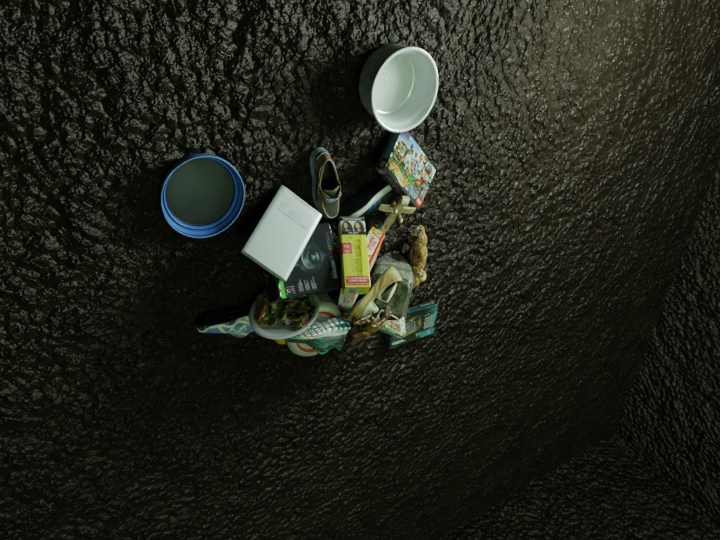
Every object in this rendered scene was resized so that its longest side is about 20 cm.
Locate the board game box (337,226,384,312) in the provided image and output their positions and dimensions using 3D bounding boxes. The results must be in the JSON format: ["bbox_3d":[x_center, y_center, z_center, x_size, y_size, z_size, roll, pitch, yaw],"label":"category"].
[{"bbox_3d":[0.000,0.000,1.554,0.152,0.045,0.204,105,11,-68],"label":"board game box"}]

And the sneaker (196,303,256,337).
[{"bbox_3d":[-0.348,0.150,1.503,0.195,0.076,0.079,-6,120,-30],"label":"sneaker"}]

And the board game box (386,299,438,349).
[{"bbox_3d":[0.182,0.188,1.929,0.195,0.028,0.139,-15,127,-27],"label":"board game box"}]

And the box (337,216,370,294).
[{"bbox_3d":[-0.018,-0.040,1.455,0.073,0.206,0.050,1,155,-10],"label":"box"}]

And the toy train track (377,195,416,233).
[{"bbox_3d":[0.090,-0.140,1.569,0.111,0.033,0.201,2,151,-22],"label":"toy train track"}]

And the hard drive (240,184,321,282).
[{"bbox_3d":[-0.194,-0.094,1.376,0.130,0.025,0.204,34,66,-16],"label":"hard drive"}]

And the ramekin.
[{"bbox_3d":[0.089,-0.460,1.374,0.195,0.098,0.206,-18,128,-24],"label":"ramekin"}]

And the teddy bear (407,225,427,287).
[{"bbox_3d":[0.181,-0.037,1.703,0.064,0.145,0.207,1,104,-10],"label":"teddy bear"}]

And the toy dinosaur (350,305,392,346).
[{"bbox_3d":[0.009,0.172,1.541,0.105,0.062,0.199,23,128,-40],"label":"toy dinosaur"}]

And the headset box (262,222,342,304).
[{"bbox_3d":[-0.167,-0.019,1.442,0.195,0.092,0.180,-9,84,-28],"label":"headset box"}]

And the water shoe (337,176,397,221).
[{"bbox_3d":[0.027,-0.181,1.540,0.198,0.072,0.080,-36,136,-8],"label":"water shoe"}]

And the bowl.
[{"bbox_3d":[-0.371,-0.176,1.290,0.196,0.039,0.206,-18,128,-24],"label":"bowl"}]

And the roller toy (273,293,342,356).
[{"bbox_3d":[-0.151,0.145,1.592,0.198,0.140,0.184,29,101,-42],"label":"roller toy"}]

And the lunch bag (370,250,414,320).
[{"bbox_3d":[0.088,0.064,1.691,0.135,0.169,0.206,12,118,5],"label":"lunch bag"}]

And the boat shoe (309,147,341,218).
[{"bbox_3d":[-0.088,-0.213,1.437,0.071,0.072,0.204,-26,131,-15],"label":"boat shoe"}]

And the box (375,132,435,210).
[{"bbox_3d":[0.129,-0.281,1.527,0.199,0.037,0.140,41,67,-45],"label":"box"}]

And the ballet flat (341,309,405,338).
[{"bbox_3d":[0.043,0.142,1.616,0.194,0.076,0.066,16,88,-2],"label":"ballet flat"}]

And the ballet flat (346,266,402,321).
[{"bbox_3d":[0.041,0.080,1.545,0.201,0.063,0.068,-50,162,4],"label":"ballet flat"}]

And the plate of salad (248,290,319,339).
[{"bbox_3d":[-0.207,0.100,1.480,0.196,0.201,0.049,-24,134,-17],"label":"plate of salad"}]

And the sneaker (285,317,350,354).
[{"bbox_3d":[-0.117,0.190,1.503,0.194,0.077,0.094,-1,114,-30],"label":"sneaker"}]
